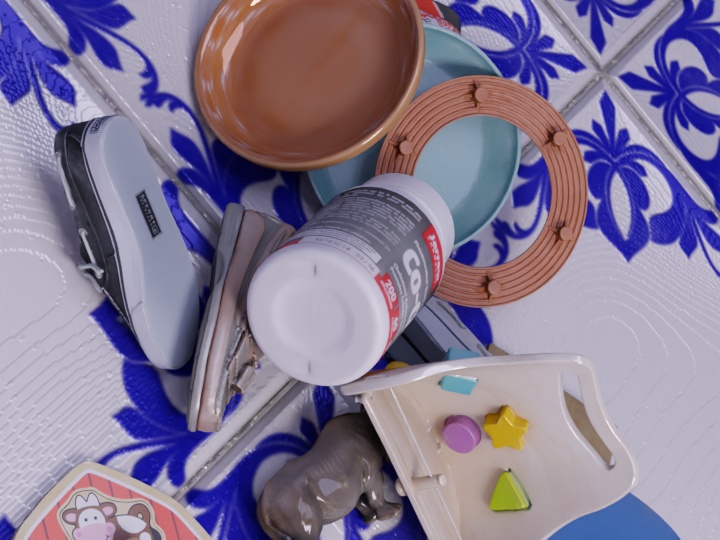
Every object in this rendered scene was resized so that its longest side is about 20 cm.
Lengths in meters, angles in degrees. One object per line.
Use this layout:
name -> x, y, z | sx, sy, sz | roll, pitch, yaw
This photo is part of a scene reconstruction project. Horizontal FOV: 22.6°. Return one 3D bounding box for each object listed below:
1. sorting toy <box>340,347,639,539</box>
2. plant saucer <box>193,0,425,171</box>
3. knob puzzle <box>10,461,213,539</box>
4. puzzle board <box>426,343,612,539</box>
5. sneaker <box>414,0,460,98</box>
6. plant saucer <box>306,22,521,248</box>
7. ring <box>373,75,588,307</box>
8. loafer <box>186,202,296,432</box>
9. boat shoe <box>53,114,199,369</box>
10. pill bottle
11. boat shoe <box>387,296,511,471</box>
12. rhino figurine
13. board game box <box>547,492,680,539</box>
sorting toy -> 0.113, 0.131, 1.383 | 0.201, 0.179, 0.107 | 65, 28, -20
plant saucer -> -0.040, -0.171, 1.496 | 0.037, 0.199, 0.201 | 52, 30, -63
knob puzzle -> -0.169, 0.230, 1.284 | 0.219, 0.030, 0.221 | 15, 60, -28
puzzle board -> 0.140, 0.180, 1.535 | 0.150, 0.017, 0.201 | 34, 53, -19
sneaker -> 0.009, -0.201, 1.595 | 0.201, 0.067, 0.108 | 15, 58, -32
plant saucer -> 0.041, -0.112, 1.555 | 0.199, 0.036, 0.201 | 0, 90, -18
ring -> 0.107, -0.068, 1.549 | 0.199, 0.019, 0.202 | 0, 91, -18
loafer -> -0.091, 0.036, 1.399 | 0.063, 0.072, 0.201 | 11, 57, -5
boat shoe -> -0.183, -0.018, 1.370 | 0.074, 0.068, 0.200 | -45, 121, -51
pill bottle -> 0.000, 0.000, 1.415 | 0.114, 0.114, 0.200 | 50, 31, -4
boat shoe -> 0.096, 0.093, 1.492 | 0.067, 0.074, 0.200 | -17, 66, -47
rhino figurine -> -0.007, 0.160, 1.414 | 0.088, 0.060, 0.200 | 54, 48, -6
board game box -> 0.188, 0.247, 1.463 | 0.157, 0.039, 0.200 | 20, 36, -12
